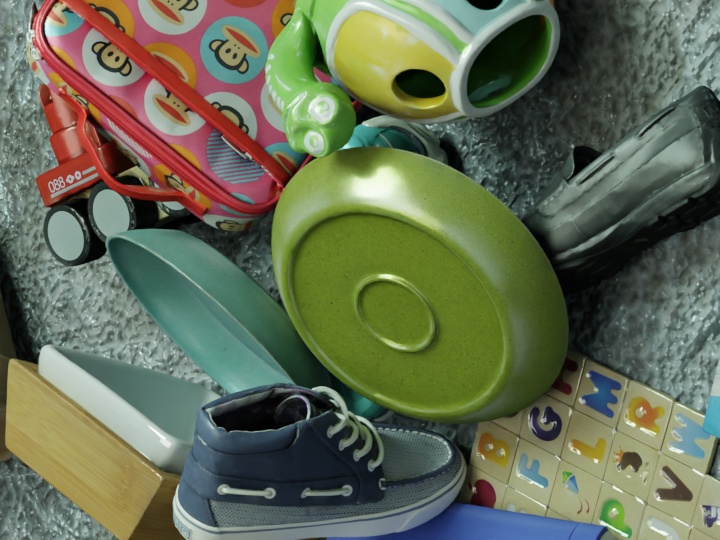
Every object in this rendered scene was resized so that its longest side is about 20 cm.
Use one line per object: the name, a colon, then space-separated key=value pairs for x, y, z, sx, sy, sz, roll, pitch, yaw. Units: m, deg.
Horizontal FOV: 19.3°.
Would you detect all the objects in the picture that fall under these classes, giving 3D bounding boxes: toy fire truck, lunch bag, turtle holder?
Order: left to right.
toy fire truck: x=-0.153 y=-0.126 z=1.471 sx=0.176 sy=0.129 sz=0.200 roll=-22 pitch=89 yaw=41
lunch bag: x=-0.109 y=-0.125 z=1.341 sx=0.200 sy=0.176 sz=0.082 roll=39 pitch=163 yaw=-5
turtle holder: x=0.032 y=-0.151 z=1.243 sx=0.132 sy=0.185 sz=0.141 roll=43 pitch=132 yaw=33

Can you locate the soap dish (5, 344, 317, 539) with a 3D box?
soap dish: x=-0.127 y=0.127 z=1.399 sx=0.157 sy=0.200 sz=0.081 roll=32 pitch=96 yaw=35

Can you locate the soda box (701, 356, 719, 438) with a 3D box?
soda box: x=0.249 y=0.003 z=1.143 sx=0.068 sy=0.064 sz=0.200 roll=23 pitch=108 yaw=38

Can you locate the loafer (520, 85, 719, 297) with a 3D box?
loafer: x=0.139 y=-0.038 z=1.240 sx=0.200 sy=0.068 sz=0.070 roll=-32 pitch=65 yaw=34

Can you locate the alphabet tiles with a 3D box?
alphabet tiles: x=0.144 y=0.142 z=1.288 sx=0.200 sy=0.006 sz=0.167 roll=26 pitch=111 yaw=38

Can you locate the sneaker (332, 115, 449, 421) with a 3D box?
sneaker: x=0.000 y=0.000 z=1.354 sx=0.077 sy=0.080 sz=0.200 roll=15 pitch=108 yaw=40

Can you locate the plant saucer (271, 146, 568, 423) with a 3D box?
plant saucer: x=0.027 y=0.019 z=1.267 sx=0.200 sy=0.031 sz=0.200 roll=19 pitch=133 yaw=21

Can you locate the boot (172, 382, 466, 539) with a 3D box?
boot: x=-0.014 y=0.111 z=1.290 sx=0.073 sy=0.200 sz=0.090 roll=52 pitch=139 yaw=39

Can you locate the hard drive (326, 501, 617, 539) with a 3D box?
hard drive: x=0.049 y=0.205 z=1.309 sx=0.200 sy=0.025 sz=0.132 roll=4 pitch=56 yaw=42

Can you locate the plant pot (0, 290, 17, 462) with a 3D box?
plant pot: x=-0.345 y=0.047 z=1.619 sx=0.200 sy=0.200 sz=0.175 roll=-26 pitch=59 yaw=40

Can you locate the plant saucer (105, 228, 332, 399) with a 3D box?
plant saucer: x=-0.084 y=0.037 z=1.400 sx=0.200 sy=0.200 sz=0.036 roll=31 pitch=71 yaw=36
